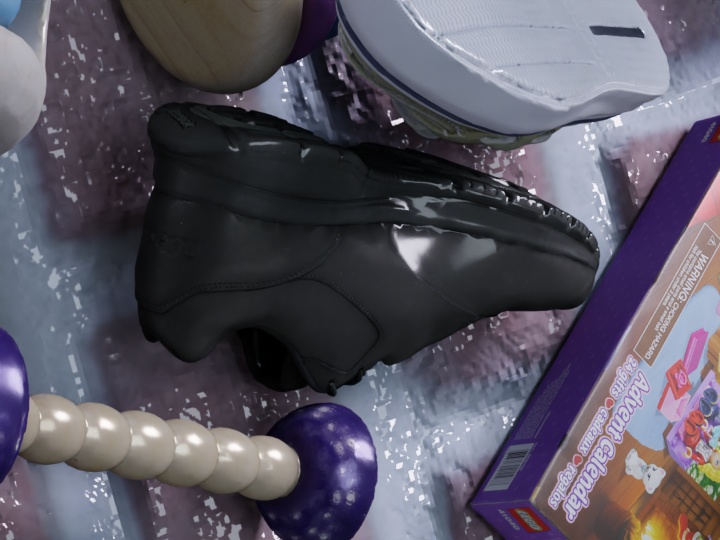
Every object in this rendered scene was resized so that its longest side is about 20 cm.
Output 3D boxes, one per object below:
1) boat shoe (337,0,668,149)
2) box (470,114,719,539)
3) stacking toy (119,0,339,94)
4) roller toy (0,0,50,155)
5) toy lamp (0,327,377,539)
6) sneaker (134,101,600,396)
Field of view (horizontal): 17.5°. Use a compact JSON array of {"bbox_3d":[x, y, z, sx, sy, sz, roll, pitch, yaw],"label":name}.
[{"bbox_3d":[0.043,-0.068,0.793,0.199,0.062,0.072,3,57,-60],"label":"boat shoe"},{"bbox_3d":[0.142,0.055,0.910,0.137,0.039,0.201,45,61,-22],"label":"box"},{"bbox_3d":[0.010,-0.130,0.828,0.199,0.085,0.086,-26,98,-39],"label":"stacking toy"},{"bbox_3d":[-0.173,-0.096,0.628,0.199,0.182,0.141,11,77,-33],"label":"roller toy"},{"bbox_3d":[-0.079,0.051,0.724,0.199,0.058,0.059,13,75,-46],"label":"toy lamp"},{"bbox_3d":[0.000,0.000,0.809,0.199,0.076,0.092,10,98,-38],"label":"sneaker"}]
